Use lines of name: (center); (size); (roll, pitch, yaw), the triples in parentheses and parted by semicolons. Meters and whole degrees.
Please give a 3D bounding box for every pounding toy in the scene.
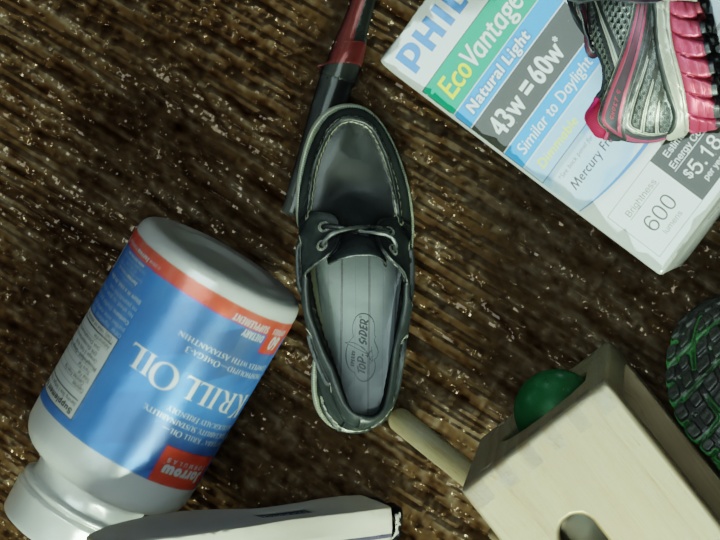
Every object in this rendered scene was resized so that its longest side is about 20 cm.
pounding toy: (0.121, 0.134, 1.418); (0.142, 0.184, 0.200); (-38, 91, 9)

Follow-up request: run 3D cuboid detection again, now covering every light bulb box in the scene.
light bulb box: (0.153, -0.135, 1.391); (0.200, 0.125, 0.198); (37, 99, 9)

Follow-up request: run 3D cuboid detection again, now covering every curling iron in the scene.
curling iron: (-0.019, -0.130, 1.507); (0.050, 0.026, 0.200); (10, 99, -25)

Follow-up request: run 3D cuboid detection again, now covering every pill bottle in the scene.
pill bottle: (-0.131, 0.078, 1.497); (0.112, 0.112, 0.200); (31, 99, 10)

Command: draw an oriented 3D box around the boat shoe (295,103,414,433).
boat shoe: (-0.002, 0.000, 1.480); (0.074, 0.066, 0.200); (4, 93, -7)

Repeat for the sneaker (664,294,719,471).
sneaker: (0.239, 0.106, 1.434); (0.078, 0.085, 0.200); (-26, 70, 11)

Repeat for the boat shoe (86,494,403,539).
boat shoe: (-0.065, 0.190, 1.464); (0.200, 0.075, 0.093); (-3, 96, -24)

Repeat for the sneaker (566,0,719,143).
sneaker: (0.137, -0.165, 1.290); (0.075, 0.081, 0.200); (-11, 89, 14)
